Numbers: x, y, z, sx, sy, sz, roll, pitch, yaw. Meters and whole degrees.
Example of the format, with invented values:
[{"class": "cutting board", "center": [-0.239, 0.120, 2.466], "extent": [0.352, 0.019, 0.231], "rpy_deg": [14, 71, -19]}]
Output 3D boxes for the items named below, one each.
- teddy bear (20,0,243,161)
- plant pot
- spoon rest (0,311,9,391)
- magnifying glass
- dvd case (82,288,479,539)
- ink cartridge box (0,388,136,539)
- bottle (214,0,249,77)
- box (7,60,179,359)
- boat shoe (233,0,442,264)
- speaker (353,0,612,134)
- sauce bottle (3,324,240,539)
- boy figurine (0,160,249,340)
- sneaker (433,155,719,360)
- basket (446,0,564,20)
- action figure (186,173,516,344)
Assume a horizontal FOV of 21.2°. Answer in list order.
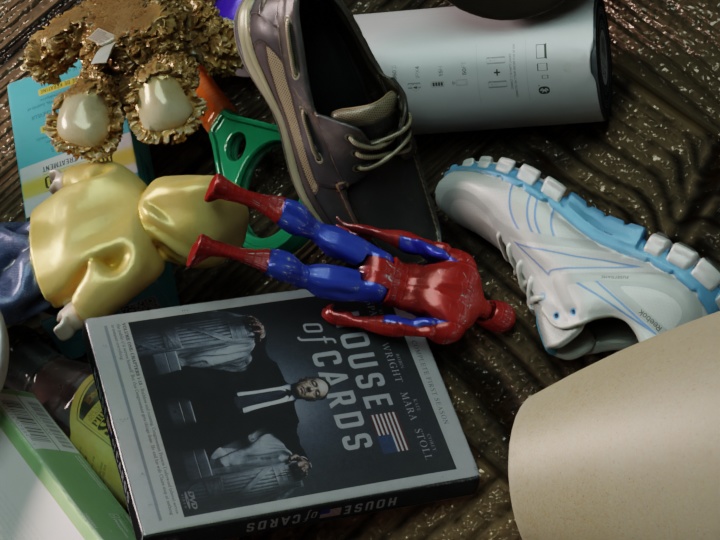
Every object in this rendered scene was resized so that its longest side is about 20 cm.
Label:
[{"class": "teddy bear", "center": [-0.142, -0.136, 1.232], "extent": [0.144, 0.067, 0.200], "rpy_deg": [-27, 40, 0]}, {"class": "plant pot", "center": [0.184, 0.101, 0.998], "extent": [0.199, 0.187, 0.188], "rpy_deg": [-7, 56, 28]}, {"class": "spoon rest", "center": [-0.257, 0.099, 1.099], "extent": [0.099, 0.060, 0.201], "rpy_deg": [17, 90, 33]}, {"class": "magnifying glass", "center": [-0.080, -0.084, 1.258], "extent": [0.080, 0.022, 0.200], "rpy_deg": [-55, 48, 20]}, {"class": "dvd case", "center": [-0.047, 0.079, 1.109], "extent": [0.199, 0.025, 0.151], "rpy_deg": [-8, 53, -18]}, {"class": "ink cartridge box", "center": [-0.222, 0.190, 1.118], "extent": [0.146, 0.048, 0.201], "rpy_deg": [45, 107, 33]}, {"class": "bottle", "center": [-0.048, -0.225, 1.324], "extent": [0.083, 0.065, 0.201], "rpy_deg": [18, 65, 20]}, {"class": "box", "center": [-0.176, -0.046, 1.259], "extent": [0.082, 0.049, 0.201], "rpy_deg": [-18, 55, 5]}, {"class": "boat shoe", "center": [-0.008, -0.085, 1.158], "extent": [0.074, 0.201, 0.073], "rpy_deg": [-36, 12, -22]}, {"class": "speaker", "center": [0.056, -0.127, 1.223], "extent": [0.198, 0.081, 0.082], "rpy_deg": [-4, 58, 15]}, {"class": "sauce bottle", "center": [-0.149, 0.097, 1.152], "extent": [0.199, 0.066, 0.066], "rpy_deg": [31, 71, 28]}, {"class": "boy figurine", "center": [-0.164, -0.018, 1.168], "extent": [0.199, 0.065, 0.125], "rpy_deg": [-19, 52, 2]}, {"class": "sneaker", "center": [0.116, 0.002, 1.132], "extent": [0.199, 0.075, 0.087], "rpy_deg": [28, 75, 29]}, {"class": "basket", "center": [0.095, -0.254, 1.217], "extent": [0.179, 0.137, 0.201], "rpy_deg": [1, 36, 8]}, {"class": "action figure", "center": [0.000, 0.000, 1.132], "extent": [0.199, 0.052, 0.066], "rpy_deg": [18, 69, -11]}]
